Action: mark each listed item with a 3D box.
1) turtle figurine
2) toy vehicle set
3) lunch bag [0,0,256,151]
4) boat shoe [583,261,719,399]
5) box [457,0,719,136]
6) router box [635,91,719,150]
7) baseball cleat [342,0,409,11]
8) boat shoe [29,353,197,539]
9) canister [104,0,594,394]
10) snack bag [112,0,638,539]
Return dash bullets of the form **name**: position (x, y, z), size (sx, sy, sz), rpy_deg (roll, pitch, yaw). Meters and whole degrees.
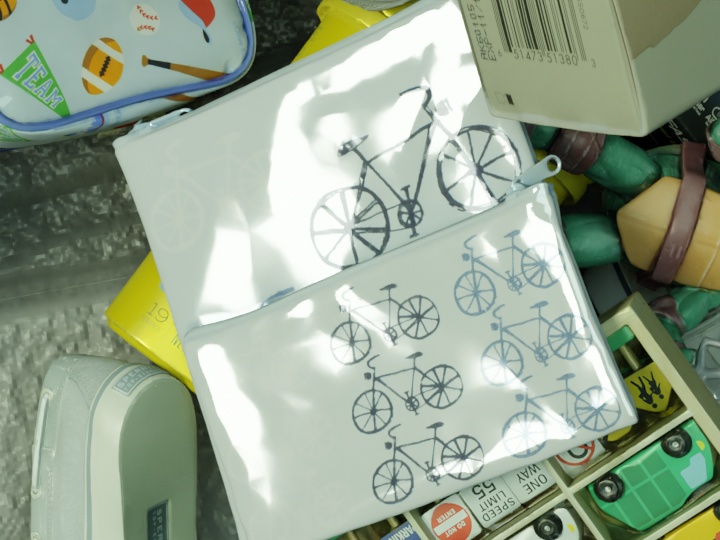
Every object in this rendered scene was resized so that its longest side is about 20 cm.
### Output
- **turtle figurine**: position (0.136, -0.016, 0.877), size (0.199, 0.101, 0.151), rpy_deg (14, 92, -1)
- **toy vehicle set**: position (0.070, 0.115, 0.862), size (0.200, 0.027, 0.125), rpy_deg (-36, 92, 21)
- **lunch bag**: position (-0.134, -0.152, 0.923), size (0.160, 0.075, 0.201), rpy_deg (-19, 93, -32)
- **boat shoe**: position (0.186, 0.042, 0.929), size (0.086, 0.074, 0.202), rpy_deg (-49, 53, 16)
- **box**: position (0.140, -0.131, 0.810), size (0.200, 0.095, 0.078), rpy_deg (-32, 116, -30)
- **router box**: position (0.170, -0.131, 0.937), size (0.150, 0.062, 0.200), rpy_deg (-51, 123, -9)
- **baseball cleat**: position (-0.039, -0.143, 0.869), size (0.199, 0.107, 0.070), rpy_deg (-4, 56, 13)
- **boat shoe**: position (-0.118, 0.131, 0.934), size (0.071, 0.070, 0.202), rpy_deg (18, 112, 35)
- **canister**: position (-0.004, -0.016, 0.945), size (0.148, 0.087, 0.200), rpy_deg (37, 86, -6)
- **snack bag**: position (0.000, 0.000, 0.850), size (0.188, 0.021, 0.201), rpy_deg (-22, 80, 24)
